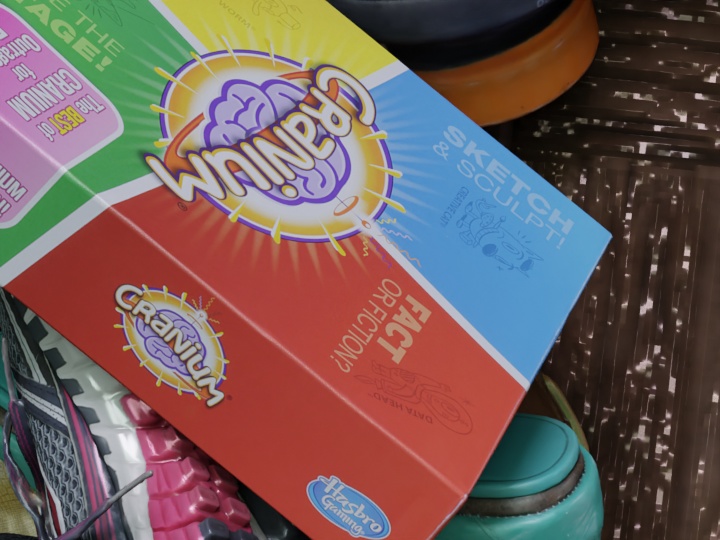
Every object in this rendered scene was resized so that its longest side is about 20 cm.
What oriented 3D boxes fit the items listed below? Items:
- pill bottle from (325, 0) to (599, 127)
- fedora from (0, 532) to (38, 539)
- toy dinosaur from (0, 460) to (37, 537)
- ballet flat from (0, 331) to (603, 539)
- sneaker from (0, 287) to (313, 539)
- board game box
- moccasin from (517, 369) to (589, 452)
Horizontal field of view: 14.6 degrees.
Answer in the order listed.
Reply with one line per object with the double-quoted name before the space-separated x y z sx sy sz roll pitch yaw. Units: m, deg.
"pill bottle" 0.015 -0.139 0.809 0.106 0.201 0.107 -12 37 9
"fedora" -0.084 0.143 0.800 0.200 0.201 0.092 40 52 14
"toy dinosaur" -0.106 0.051 0.858 0.199 0.058 0.102 -23 76 1
"ballet flat" -0.027 0.067 0.797 0.199 0.067 0.071 9 121 23
"sneaker" -0.063 0.054 0.729 0.075 0.080 0.201 -44 50 24
"board game box" -0.038 -0.027 0.737 0.200 0.153 0.040 39 122 -2
"moccasin" 0.001 -0.001 0.853 0.201 0.078 0.074 47 109 11
